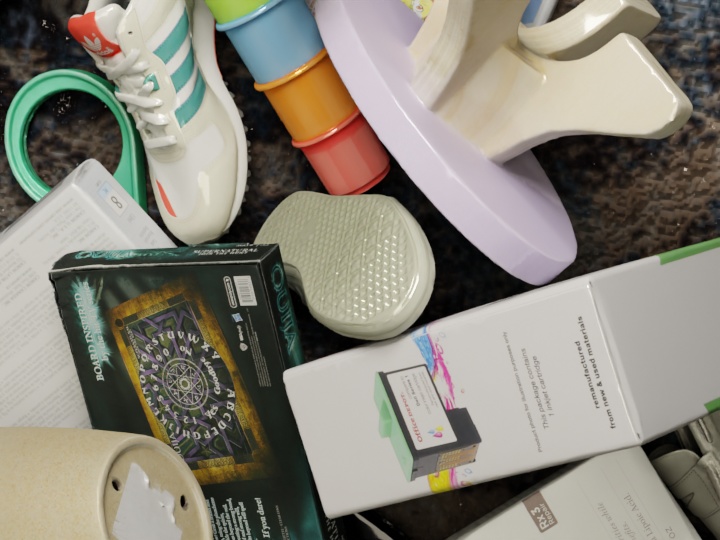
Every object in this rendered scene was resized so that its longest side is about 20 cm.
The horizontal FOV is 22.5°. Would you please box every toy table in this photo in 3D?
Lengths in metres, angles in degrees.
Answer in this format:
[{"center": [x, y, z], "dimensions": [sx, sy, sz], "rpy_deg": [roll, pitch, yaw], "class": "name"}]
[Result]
[{"center": [0.076, -0.107, 0.928], "dimensions": [0.117, 0.184, 0.200], "rpy_deg": [-44, 77, 23], "class": "toy table"}]

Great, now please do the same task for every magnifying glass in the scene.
[{"center": [-0.142, -0.025, 1.065], "dimensions": [0.079, 0.022, 0.201], "rpy_deg": [-28, 91, 11], "class": "magnifying glass"}]

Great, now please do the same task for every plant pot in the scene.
[{"center": [-0.185, 0.160, 0.975], "dimensions": [0.199, 0.187, 0.188], "rpy_deg": [-20, 90, 29], "class": "plant pot"}]

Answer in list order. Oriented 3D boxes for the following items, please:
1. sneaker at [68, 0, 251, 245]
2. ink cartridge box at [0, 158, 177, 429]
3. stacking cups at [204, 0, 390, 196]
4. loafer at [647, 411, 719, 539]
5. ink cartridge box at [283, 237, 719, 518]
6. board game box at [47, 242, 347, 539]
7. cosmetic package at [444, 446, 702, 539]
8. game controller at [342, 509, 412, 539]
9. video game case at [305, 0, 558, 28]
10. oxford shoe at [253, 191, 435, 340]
[{"center": [-0.122, -0.111, 1.009], "dimensions": [0.070, 0.093, 0.201], "rpy_deg": [-5, 91, 42], "class": "sneaker"}, {"center": [-0.148, 0.059, 1.057], "dimensions": [0.160, 0.047, 0.200], "rpy_deg": [-37, 104, 21], "class": "ink cartridge box"}, {"center": [-0.050, -0.130, 0.998], "dimensions": [0.060, 0.061, 0.200], "rpy_deg": [-24, 112, 11], "class": "stacking cups"}, {"center": [0.190, 0.102, 0.986], "dimensions": [0.069, 0.070, 0.201], "rpy_deg": [-14, 82, -2], "class": "loafer"}, {"center": [0.083, 0.056, 0.928], "dimensions": [0.199, 0.145, 0.084], "rpy_deg": [-19, 87, 39], "class": "ink cartridge box"}, {"center": [-0.087, 0.083, 1.000], "dimensions": [0.135, 0.028, 0.201], "rpy_deg": [-1, 113, 25], "class": "board game box"}, {"center": [0.086, 0.184, 0.974], "dimensions": [0.200, 0.081, 0.113], "rpy_deg": [-33, 84, -4], "class": "cosmetic package"}, {"center": [0.025, 0.214, 1.041], "dimensions": [0.200, 0.042, 0.105], "rpy_deg": [37, 100, 7], "class": "game controller"}, {"center": [0.034, -0.201, 1.019], "dimensions": [0.182, 0.022, 0.201], "rpy_deg": [25, 97, 8], "class": "video game case"}, {"center": [0.000, 0.000, 0.966], "dimensions": [0.058, 0.200, 0.075], "rpy_deg": [40, 84, -22], "class": "oxford shoe"}]
